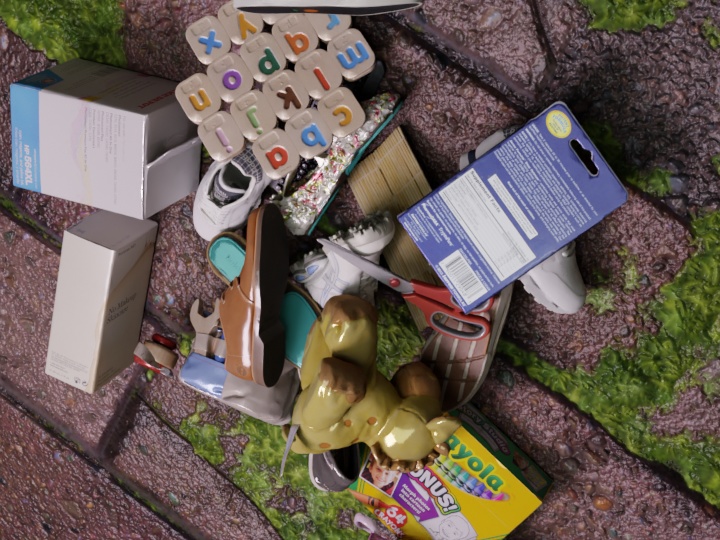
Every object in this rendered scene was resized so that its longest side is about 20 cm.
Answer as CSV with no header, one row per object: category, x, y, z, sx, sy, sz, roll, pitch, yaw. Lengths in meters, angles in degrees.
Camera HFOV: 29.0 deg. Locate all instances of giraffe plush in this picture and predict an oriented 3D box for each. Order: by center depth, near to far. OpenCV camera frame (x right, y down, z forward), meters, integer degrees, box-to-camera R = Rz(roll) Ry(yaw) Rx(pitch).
giraffe plush,0.019,0.139,1.446,0.162,0.173,0.200,17,88,-10

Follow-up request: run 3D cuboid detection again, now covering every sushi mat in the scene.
sushi mat,0.054,-0.043,1.475,0.096,0.012,0.200,-36,71,35

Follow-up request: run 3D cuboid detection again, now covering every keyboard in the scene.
keyboard,-0.057,-0.162,1.507,0.104,0.040,0.200,32,119,10

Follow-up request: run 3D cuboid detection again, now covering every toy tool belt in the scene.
toy tool belt,-0.151,0.090,1.624,0.200,0.125,0.123,23,81,12

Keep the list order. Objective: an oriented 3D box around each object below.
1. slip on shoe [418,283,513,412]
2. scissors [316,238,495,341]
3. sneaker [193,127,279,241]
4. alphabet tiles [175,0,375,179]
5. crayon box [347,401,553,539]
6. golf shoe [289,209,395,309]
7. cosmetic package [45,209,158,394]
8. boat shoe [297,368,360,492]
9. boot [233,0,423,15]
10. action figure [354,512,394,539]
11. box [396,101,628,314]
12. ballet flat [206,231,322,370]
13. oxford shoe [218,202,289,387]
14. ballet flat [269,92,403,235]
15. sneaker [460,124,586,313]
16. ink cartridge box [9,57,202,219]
slip on shoe,0.117,0.059,1.488,0.076,0.061,0.200,22,112,19
scissors,0.043,0.022,1.422,0.200,0.014,0.073,16,126,-6
sneaker,-0.148,-0.088,1.539,0.076,0.081,0.200,40,139,1
alphabet tiles,-0.089,-0.202,1.451,0.200,0.015,0.196,-32,77,1
crayon box,0.088,0.232,1.584,0.200,0.058,0.173,43,122,4
golf shoe,0.000,0.000,1.487,0.097,0.078,0.200,60,156,3
cosmetic package,-0.311,0.034,1.669,0.073,0.104,0.200,23,119,14
boat shoe,-0.028,0.147,1.565,0.057,0.067,0.200,-22,70,56
boot,-0.029,-0.333,1.413,0.200,0.072,0.145,4,91,10
action figure,0.093,0.354,1.561,0.200,0.134,0.149,-4,67,12
box,0.150,-0.062,1.364,0.200,0.032,0.121,-35,89,17
ballet flat,-0.092,0.033,1.565,0.069,0.063,0.200,-41,80,10
oxford shoe,-0.121,0.024,1.503,0.071,0.071,0.200,10,101,24
ballet flat,-0.033,-0.120,1.481,0.064,0.076,0.200,35,115,-4
sneaker,0.181,-0.049,1.414,0.080,0.076,0.200,-29,97,23
ink cartridge box,-0.272,-0.147,1.562,0.200,0.129,0.125,16,116,20
